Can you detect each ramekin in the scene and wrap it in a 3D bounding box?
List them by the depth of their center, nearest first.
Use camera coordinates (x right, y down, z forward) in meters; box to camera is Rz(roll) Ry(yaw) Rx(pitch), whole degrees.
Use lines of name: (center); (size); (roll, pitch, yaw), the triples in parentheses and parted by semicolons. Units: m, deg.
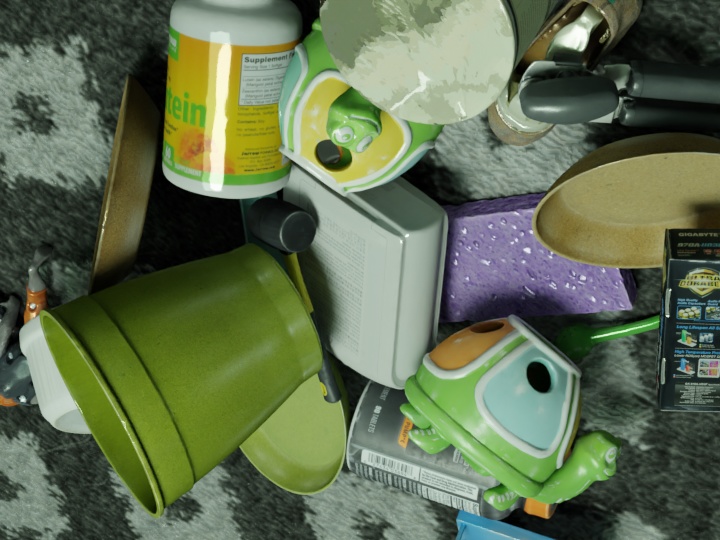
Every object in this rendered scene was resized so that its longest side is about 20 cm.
ramekin: (-0.223, 0.092, 1.618); (0.202, 0.202, 0.095); (-24, 69, 39)

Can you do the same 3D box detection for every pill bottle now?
pill bottle: (-0.106, -0.171, 1.406); (0.110, 0.111, 0.201); (14, 113, 18)
pill bottle: (0.095, 0.170, 1.592); (0.199, 0.106, 0.107); (16, 132, 16)

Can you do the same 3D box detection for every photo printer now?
photo printer: (0.000, 0.000, 1.501); (0.166, 0.069, 0.201); (36, 139, 33)

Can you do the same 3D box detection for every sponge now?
sponge: (0.136, -0.011, 1.478); (0.199, 0.030, 0.112); (-6, 122, 32)

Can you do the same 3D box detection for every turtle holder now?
turtle holder: (0.006, -0.125, 1.335); (0.141, 0.132, 0.185); (35, -179, -34)
turtle holder: (0.134, 0.126, 1.451); (0.185, 0.141, 0.132); (40, 95, 12)

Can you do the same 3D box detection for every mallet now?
mallet: (-0.055, 0.026, 1.501); (0.066, 0.041, 0.201); (32, 142, 49)

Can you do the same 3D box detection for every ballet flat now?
ballet flat: (0.147, -0.158, 1.328); (0.068, 0.067, 0.200); (36, 134, 3)

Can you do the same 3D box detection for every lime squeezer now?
lime squeezer: (0.198, 0.082, 1.524); (0.070, 0.038, 0.200); (12, 138, -23)

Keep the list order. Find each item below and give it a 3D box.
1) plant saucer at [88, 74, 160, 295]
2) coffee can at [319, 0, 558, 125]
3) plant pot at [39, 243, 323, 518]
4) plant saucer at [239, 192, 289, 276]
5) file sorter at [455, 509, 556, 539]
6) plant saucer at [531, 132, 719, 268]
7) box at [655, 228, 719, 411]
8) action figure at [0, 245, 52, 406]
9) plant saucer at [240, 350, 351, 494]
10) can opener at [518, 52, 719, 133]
plant saucer: (-0.208, -0.072, 1.506); (0.035, 0.201, 0.201); (10, 134, -9)
coffee can: (0.075, -0.219, 1.226); (0.145, 0.200, 0.147); (14, 131, 17)
plant pot: (-0.143, 0.076, 1.454); (0.201, 0.192, 0.201); (50, 159, 27)
plant saucer: (-0.086, -0.008, 1.550); (0.070, 0.019, 0.201); (31, 131, 60)
file sorter: (0.148, 0.340, 1.643); (0.138, 0.123, 0.200); (17, 155, 16)
plant saucer: (0.233, -0.059, 1.331); (0.199, 0.036, 0.200); (-2, 155, -1)
box: (0.341, 0.043, 1.361); (0.198, 0.046, 0.160); (0, 127, 7)
action figure: (-0.359, 0.066, 1.760); (0.199, 0.105, 0.194); (35, 124, -6)
plant saucer: (-0.073, 0.121, 1.653); (0.199, 0.031, 0.201); (25, 125, 41)
can opener: (0.216, -0.123, 1.273); (0.198, 0.067, 0.054); (4, 131, -4)
